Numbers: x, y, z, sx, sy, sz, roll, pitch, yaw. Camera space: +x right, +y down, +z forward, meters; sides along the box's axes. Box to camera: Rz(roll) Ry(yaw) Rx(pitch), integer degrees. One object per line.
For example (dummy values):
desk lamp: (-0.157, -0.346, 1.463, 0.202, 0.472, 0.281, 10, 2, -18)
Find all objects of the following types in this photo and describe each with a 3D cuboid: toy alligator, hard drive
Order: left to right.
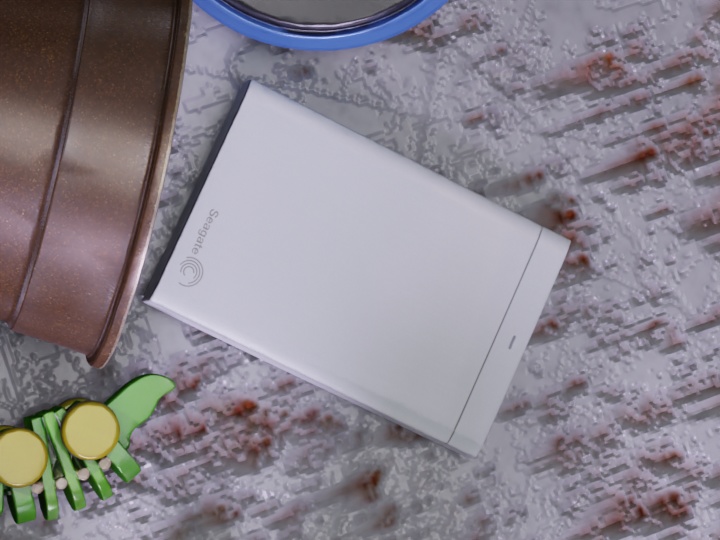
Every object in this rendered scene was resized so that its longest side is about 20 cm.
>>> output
toy alligator: (-0.183, 0.109, 1.401, 0.200, 0.059, 0.054, -21, 94, -15)
hard drive: (0.000, 0.000, 1.471, 0.200, 0.027, 0.132, 26, 82, -12)

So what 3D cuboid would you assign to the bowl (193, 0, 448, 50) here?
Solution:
bowl: (-0.022, -0.215, 1.436, 0.200, 0.039, 0.201, 0, 98, 1)

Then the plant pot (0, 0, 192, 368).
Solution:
plant pot: (-0.202, -0.069, 1.337, 0.198, 0.200, 0.201, 12, 85, -10)
